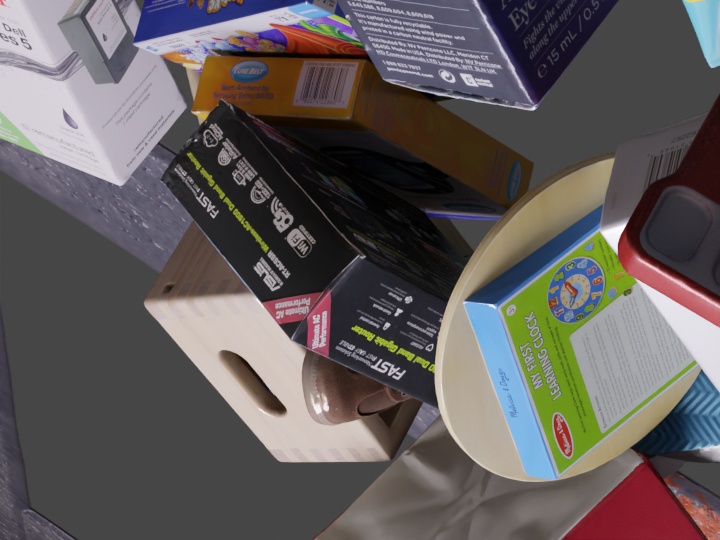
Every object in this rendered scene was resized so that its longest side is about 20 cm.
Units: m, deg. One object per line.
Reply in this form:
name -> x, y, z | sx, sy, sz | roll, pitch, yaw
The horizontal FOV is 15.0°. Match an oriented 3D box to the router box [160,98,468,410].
router box -> 0.000, 0.000, 1.523 | 0.200, 0.062, 0.150 | 28, -163, -48

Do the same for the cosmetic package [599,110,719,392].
cosmetic package -> 0.222, 0.009, 1.451 | 0.101, 0.074, 0.200 | -16, 128, 33

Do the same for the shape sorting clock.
shape sorting clock -> 0.124, 0.026, 1.508 | 0.039, 0.200, 0.200 | 34, 161, 45

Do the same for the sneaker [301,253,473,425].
sneaker -> 0.046, 0.036, 1.661 | 0.075, 0.200, 0.071 | 1, 113, 40

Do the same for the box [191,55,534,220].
box -> 0.010, -0.073, 1.588 | 0.119, 0.042, 0.200 | 5, 168, 38

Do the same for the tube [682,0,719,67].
tube -> 0.158, -0.176, 1.262 | 0.077, 0.051, 0.200 | -13, 133, 28

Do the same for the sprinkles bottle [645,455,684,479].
sprinkles bottle -> 0.150, 0.049, 1.671 | 0.068, 0.068, 0.200 | 20, 152, 36

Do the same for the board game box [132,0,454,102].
board game box -> -0.021, -0.135, 1.539 | 0.134, 0.045, 0.200 | 21, 167, -29

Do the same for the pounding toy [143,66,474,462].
pounding toy -> -0.045, -0.012, 1.729 | 0.142, 0.184, 0.200 | -5, 135, 43

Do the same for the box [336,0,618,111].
box -> 0.044, -0.198, 1.256 | 0.104, 0.148, 0.200 | 14, 148, 43

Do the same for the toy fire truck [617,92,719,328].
toy fire truck -> 0.237, -0.017, 1.282 | 0.200, 0.168, 0.112 | 32, 157, 2

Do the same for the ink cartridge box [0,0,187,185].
ink cartridge box -> -0.218, -0.166, 1.780 | 0.145, 0.084, 0.200 | 22, 152, 33

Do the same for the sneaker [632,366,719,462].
sneaker -> 0.248, 0.080, 1.591 | 0.199, 0.077, 0.081 | 6, -178, 31

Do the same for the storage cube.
storage cube -> 0.109, 0.193, 1.663 | 0.180, 0.171, 0.200 | 52, 171, -35
